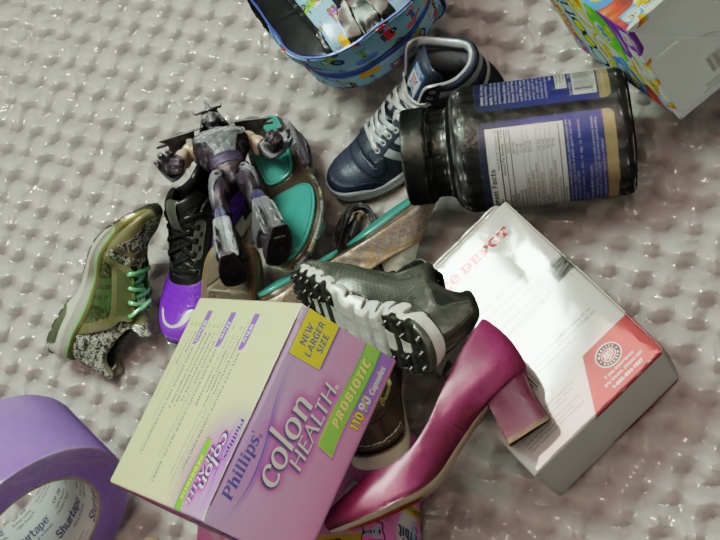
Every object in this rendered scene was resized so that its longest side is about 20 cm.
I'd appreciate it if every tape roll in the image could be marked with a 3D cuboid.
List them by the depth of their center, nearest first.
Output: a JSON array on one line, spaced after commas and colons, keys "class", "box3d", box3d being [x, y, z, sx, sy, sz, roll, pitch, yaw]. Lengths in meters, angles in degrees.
[{"class": "tape roll", "box3d": [-0.313, 0.217, 1.189, 0.085, 0.200, 0.200, 36, 85, 32]}]

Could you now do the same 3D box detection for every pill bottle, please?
[{"class": "pill bottle", "box3d": [0.137, -0.111, 1.162, 0.199, 0.112, 0.113, -6, 65, 9]}]

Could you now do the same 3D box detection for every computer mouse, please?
[{"class": "computer mouse", "box3d": [-0.034, 0.026, 1.249, 0.058, 0.034, 0.201, 26, 72, 7]}]

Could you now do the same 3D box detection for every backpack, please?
[{"class": "backpack", "box3d": [-0.003, -0.258, 1.274, 0.182, 0.135, 0.200, -35, 46, 4]}]

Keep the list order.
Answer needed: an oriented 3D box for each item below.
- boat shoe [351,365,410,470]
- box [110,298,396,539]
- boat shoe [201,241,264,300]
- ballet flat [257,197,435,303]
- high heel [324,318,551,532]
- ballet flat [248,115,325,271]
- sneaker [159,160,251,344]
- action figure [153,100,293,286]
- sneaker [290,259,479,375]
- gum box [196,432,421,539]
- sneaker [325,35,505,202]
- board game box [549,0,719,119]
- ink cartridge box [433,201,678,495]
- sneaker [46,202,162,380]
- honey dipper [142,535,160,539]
[{"class": "boat shoe", "box3d": [0.000, 0.090, 1.136, 0.071, 0.060, 0.200, -18, 27, 3]}, {"class": "box", "box3d": [-0.090, 0.123, 1.063, 0.200, 0.096, 0.177, -1, 61, 61]}, {"class": "boat shoe", "box3d": [-0.124, 0.072, 1.249, 0.072, 0.065, 0.201, 7, 88, 13]}, {"class": "ballet flat", "box3d": [0.000, 0.000, 1.217, 0.199, 0.068, 0.067, -33, 94, -8]}, {"class": "high heel", "box3d": [0.045, 0.125, 1.043, 0.199, 0.067, 0.096, -29, 76, -6]}, {"class": "ballet flat", "box3d": [-0.062, -0.066, 1.270, 0.072, 0.072, 0.201, -25, 47, 12]}, {"class": "sneaker", "box3d": [-0.163, -0.032, 1.287, 0.069, 0.100, 0.201, 9, 71, 29]}, {"class": "action figure", "box3d": [-0.118, -0.087, 1.221, 0.129, 0.070, 0.201, -20, 55, -2]}, {"class": "sneaker", "box3d": [0.024, 0.026, 1.107, 0.090, 0.067, 0.200, -30, 31, -29]}, {"class": "gum box", "box3d": [-0.050, 0.204, 1.155, 0.199, 0.066, 0.114, -9, 64, 20]}, {"class": "sneaker", "box3d": [0.039, -0.146, 1.243, 0.199, 0.109, 0.070, -30, 59, 9]}, {"class": "board game box", "box3d": [0.246, -0.233, 1.146, 0.105, 0.103, 0.200, -39, 32, 4]}, {"class": "ink cartridge box", "box3d": [0.144, 0.064, 1.120, 0.147, 0.083, 0.200, -44, 58, 2]}, {"class": "sneaker", "box3d": [-0.227, 0.024, 1.296, 0.088, 0.077, 0.201, 36, 116, 12]}, {"class": "honey dipper", "box3d": [-0.140, 0.306, 1.171, 0.038, 0.038, 0.200, -45, 56, 0]}]
